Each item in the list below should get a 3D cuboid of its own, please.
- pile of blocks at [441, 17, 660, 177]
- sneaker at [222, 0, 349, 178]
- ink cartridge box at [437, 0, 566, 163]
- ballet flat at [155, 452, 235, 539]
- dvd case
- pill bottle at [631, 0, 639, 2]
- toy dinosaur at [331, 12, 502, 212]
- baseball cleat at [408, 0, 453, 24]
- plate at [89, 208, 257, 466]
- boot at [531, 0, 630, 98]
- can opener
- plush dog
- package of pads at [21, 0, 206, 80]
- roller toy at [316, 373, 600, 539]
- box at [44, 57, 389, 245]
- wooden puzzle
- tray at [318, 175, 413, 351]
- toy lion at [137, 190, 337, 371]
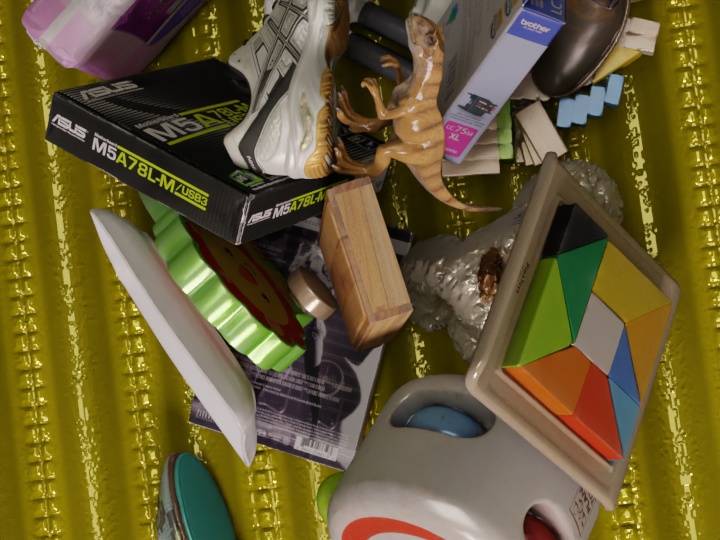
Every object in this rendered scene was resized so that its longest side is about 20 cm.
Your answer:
[{"bbox_3d":[0.149,-0.129,1.309,0.199,0.062,0.083,-28,86,7],"label":"pile of blocks"},{"bbox_3d":[-0.056,-0.162,1.211,0.087,0.076,0.202,0,63,11],"label":"sneaker"},{"bbox_3d":[0.101,-0.181,1.197,0.042,0.200,0.120,16,53,-14],"label":"ink cartridge box"},{"bbox_3d":[-0.124,0.249,1.367,0.071,0.069,0.201,-36,80,30],"label":"ballet flat"},{"bbox_3d":[-0.049,0.047,1.377,0.147,0.016,0.202,15,92,15],"label":"dvd case"},{"bbox_3d":[0.192,-0.313,1.282,0.112,0.113,0.202,-24,82,12],"label":"pill bottle"},{"bbox_3d":[0.037,-0.088,1.183,0.105,0.201,0.061,1,51,12],"label":"toy dinosaur"},{"bbox_3d":[0.106,-0.270,1.335,0.105,0.070,0.202,20,86,-12],"label":"baseball cleat"},{"bbox_3d":[-0.134,0.051,1.298,0.032,0.200,0.201,-33,79,-11],"label":"plate"},{"bbox_3d":[0.159,-0.208,1.203,0.074,0.097,0.202,27,117,14],"label":"boot"},{"bbox_3d":[0.005,-0.190,1.347,0.199,0.067,0.054,29,95,14],"label":"can opener"},{"bbox_3d":[0.138,0.039,1.278,0.199,0.161,0.172,-31,107,12],"label":"plush dog"},{"bbox_3d":[-0.173,-0.243,1.366,0.076,0.120,0.200,45,99,11],"label":"package of pads"},{"bbox_3d":[0.082,0.175,1.246,0.199,0.183,0.140,34,56,-2],"label":"roller toy"},{"bbox_3d":[-0.104,-0.097,1.288,0.192,0.199,0.048,31,118,24],"label":"box"},{"bbox_3d":[0.160,0.045,1.182,0.037,0.200,0.186,-2,56,42],"label":"wooden puzzle"},{"bbox_3d":[0.000,0.000,1.254,0.037,0.200,0.100,-17,83,-5],"label":"tray"},{"bbox_3d":[-0.106,-0.008,1.285,0.069,0.191,0.201,-41,75,11],"label":"toy lion"}]
